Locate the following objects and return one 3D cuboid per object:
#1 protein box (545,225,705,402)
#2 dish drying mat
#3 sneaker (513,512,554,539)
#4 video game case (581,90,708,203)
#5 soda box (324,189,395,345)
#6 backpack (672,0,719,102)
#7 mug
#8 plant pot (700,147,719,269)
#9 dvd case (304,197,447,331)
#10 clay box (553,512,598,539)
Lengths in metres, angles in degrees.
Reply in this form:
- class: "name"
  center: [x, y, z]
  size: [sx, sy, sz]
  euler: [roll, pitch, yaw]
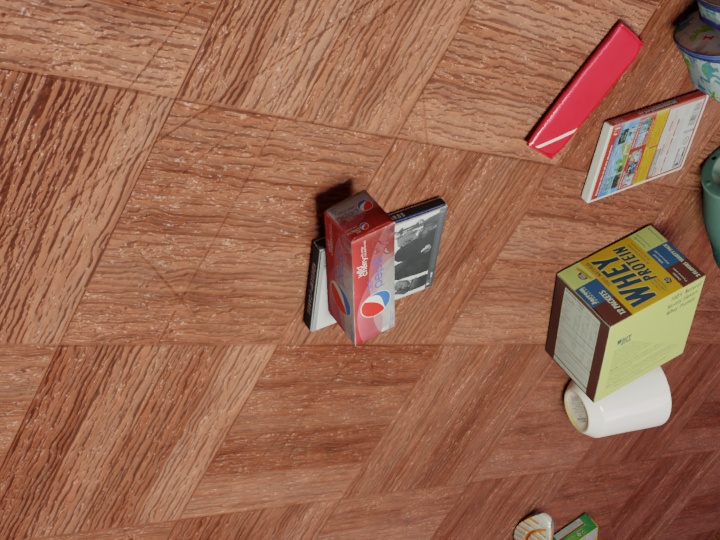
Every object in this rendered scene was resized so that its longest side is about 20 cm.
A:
- class: "protein box"
  center: [0.428, 0.071, 1.977]
  size: [0.198, 0.135, 0.200]
  euler: [-26, 143, -20]
- class: "dish drying mat"
  center: [0.303, -0.238, 1.627]
  size: [0.200, 0.018, 0.077]
  euler: [-52, 143, 15]
- class: "sneaker"
  center: [0.364, 0.558, 2.505]
  size: [0.077, 0.078, 0.200]
  euler: [-33, 150, -35]
- class: "video game case"
  center: [0.423, -0.185, 1.799]
  size: [0.200, 0.017, 0.143]
  euler: [-20, 140, -28]
- class: "soda box"
  center: [0.000, 0.000, 1.507]
  size: [0.063, 0.070, 0.200]
  euler: [-26, 142, -19]
- class: "backpack"
  center: [0.523, -0.328, 1.608]
  size: [0.200, 0.183, 0.147]
  euler: [-36, 122, -2]
- class: "mug"
  center: [0.453, 0.244, 2.188]
  size: [0.153, 0.149, 0.187]
  euler: [-17, 132, -19]
- class: "plant pot"
  center: [0.640, -0.108, 1.954]
  size: [0.200, 0.200, 0.188]
  euler: [-41, 130, -1]
- class: "dvd case"
  center: [0.020, -0.008, 1.601]
  size: [0.200, 0.025, 0.150]
  euler: [-19, 140, -27]
- class: "clay box"
  center: [0.470, 0.630, 2.695]
  size: [0.115, 0.048, 0.200]
  euler: [-30, 145, -16]
